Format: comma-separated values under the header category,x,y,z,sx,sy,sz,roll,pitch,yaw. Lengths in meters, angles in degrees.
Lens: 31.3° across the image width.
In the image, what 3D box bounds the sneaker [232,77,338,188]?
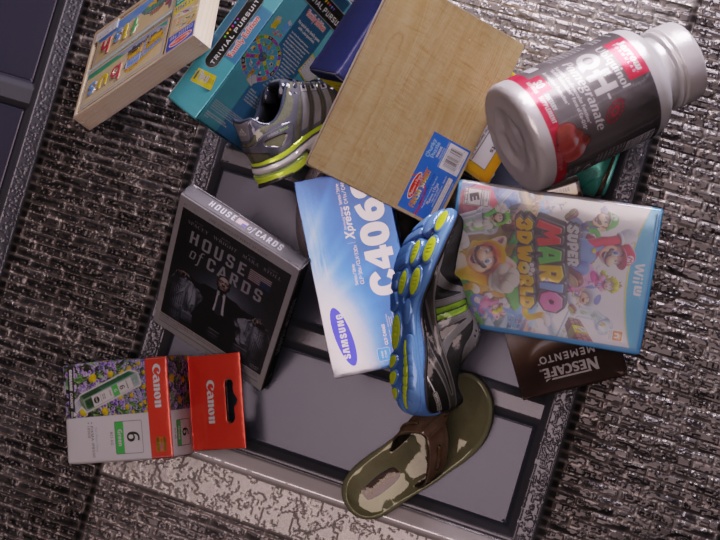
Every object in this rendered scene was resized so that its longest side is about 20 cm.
category,x,y,z,sx,sy,sz,roll,pitch,yaw
sneaker,-0.055,-0.176,1.346,0.200,0.074,0.081,-50,121,-33

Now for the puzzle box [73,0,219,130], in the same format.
category,x,y,z,sx,sy,sz,roll,pitch,yaw
puzzle box,-0.226,-0.245,1.369,0.199,0.025,0.134,-26,45,34

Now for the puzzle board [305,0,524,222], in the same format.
category,x,y,z,sx,sy,sz,roll,pitch,yaw
puzzle board,0.053,-0.162,1.243,0.150,0.017,0.201,25,94,-21

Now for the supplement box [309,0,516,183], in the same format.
category,x,y,z,sx,sy,sz,roll,pitch,yaw
supplement box,0.066,-0.191,1.307,0.199,0.109,0.109,34,91,-20

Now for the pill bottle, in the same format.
category,x,y,z,sx,sy,sz,roll,pitch,yaw
pill bottle,0.229,-0.164,1.238,0.199,0.111,0.111,-26,82,-13

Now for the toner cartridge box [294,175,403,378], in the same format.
category,x,y,z,sx,sy,sz,roll,pitch,yaw
toner cartridge box,0.000,0.000,1.291,0.094,0.043,0.202,-12,91,7

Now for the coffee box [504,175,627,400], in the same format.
category,x,y,z,sx,sy,sz,roll,pitch,yaw
coffee box,0.193,0.017,1.307,0.112,0.080,0.202,-15,96,10

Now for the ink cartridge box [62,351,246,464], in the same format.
category,x,y,z,sx,sy,sz,roll,pitch,yaw
ink cartridge box,-0.224,0.148,1.387,0.198,0.050,0.110,-7,85,22

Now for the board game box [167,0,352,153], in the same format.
category,x,y,z,sx,sy,sz,roll,pitch,yaw
board game box,-0.096,-0.227,1.356,0.047,0.151,0.201,38,92,24

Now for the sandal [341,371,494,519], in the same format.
category,x,y,z,sx,sy,sz,roll,pitch,yaw
sandal,0.063,0.191,1.350,0.201,0.057,0.080,-44,81,4

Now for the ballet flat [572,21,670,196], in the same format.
category,x,y,z,sx,sy,sz,roll,pitch,yaw
ballet flat,0.261,-0.178,1.335,0.070,0.067,0.201,25,92,2

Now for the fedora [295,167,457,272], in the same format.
category,x,y,z,sx,sy,sz,roll,pitch,yaw
fedora,0.027,-0.046,1.355,0.200,0.090,0.177,42,95,3

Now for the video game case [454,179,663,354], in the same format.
category,x,y,z,sx,sy,sz,roll,pitch,yaw
video game case,0.184,-0.004,1.255,0.198,0.018,0.145,9,100,9

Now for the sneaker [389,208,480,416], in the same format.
category,x,y,z,sx,sy,sz,roll,pitch,yaw
sneaker,0.076,0.040,1.244,0.082,0.071,0.202,4,91,-27

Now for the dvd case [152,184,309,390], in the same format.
category,x,y,z,sx,sy,sz,roll,pitch,yaw
dvd case,-0.140,0.022,1.348,0.150,0.025,0.201,32,136,11
